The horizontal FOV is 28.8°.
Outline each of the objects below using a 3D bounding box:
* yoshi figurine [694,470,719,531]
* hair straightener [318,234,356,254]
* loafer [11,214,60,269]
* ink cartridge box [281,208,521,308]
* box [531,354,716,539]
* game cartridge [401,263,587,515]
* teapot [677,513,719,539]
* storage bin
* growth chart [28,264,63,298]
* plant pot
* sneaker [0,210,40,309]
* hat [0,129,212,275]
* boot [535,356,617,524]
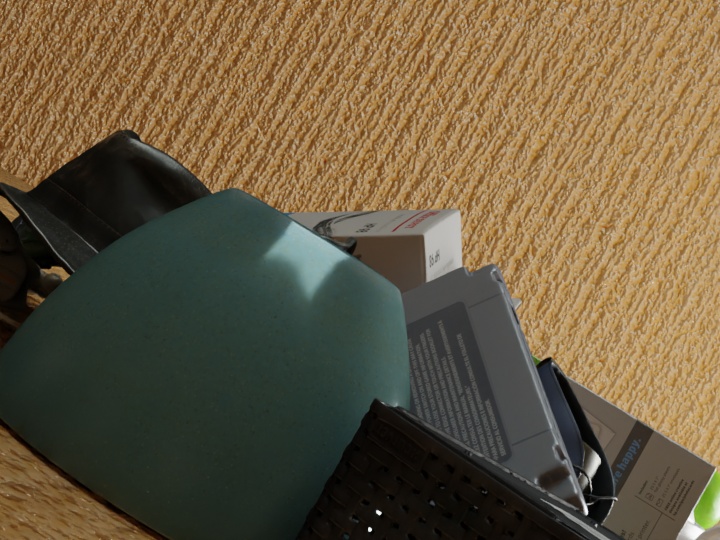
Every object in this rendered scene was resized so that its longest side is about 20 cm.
[{"bbox_3d":[0.292,0.247,1.218,0.110,0.113,0.202,1,53,-22],"label":"yoshi figurine"},{"bbox_3d":[-0.042,0.033,0.796,0.040,0.078,0.201,22,-38,0],"label":"hair straightener"},{"bbox_3d":[-0.204,-0.022,0.981,0.063,0.072,0.200,53,-17,-13],"label":"loafer"},{"bbox_3d":[0.000,0.000,0.922,0.197,0.068,0.116,-1,10,16],"label":"ink cartridge box"},{"bbox_3d":[0.113,0.146,0.943,0.199,0.157,0.041,31,-2,7],"label":"box"},{"bbox_3d":[0.037,0.083,0.759,0.201,0.132,0.041,-101,169,-55],"label":"game cartridge"},{"bbox_3d":[0.204,0.207,1.116,0.199,0.147,0.197,36,3,1],"label":"teapot"},{"bbox_3d":[0.075,0.144,0.565,0.199,0.094,0.135,34,-3,-43],"label":"storage bin"},{"bbox_3d":[-0.255,-0.010,0.978,0.144,0.018,0.200,33,-10,-5],"label":"growth chart"},{"bbox_3d":[-0.054,0.043,0.647,0.199,0.136,0.200,31,-2,1],"label":"plant pot"},{"bbox_3d":[-0.232,-0.022,0.781,0.092,0.076,0.200,35,0,9],"label":"sneaker"},{"bbox_3d":[-0.127,-0.028,0.798,0.200,0.081,0.201,39,-2,1],"label":"hat"},{"bbox_3d":[0.096,0.131,0.738,0.075,0.097,0.201,44,14,-42],"label":"boot"}]
